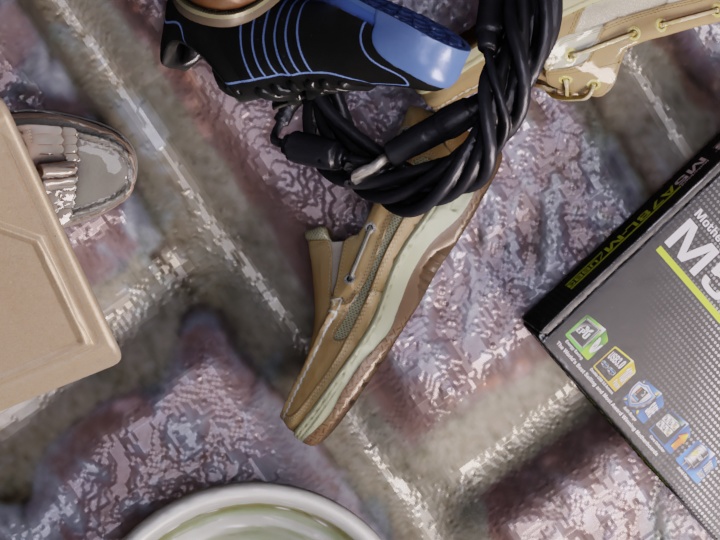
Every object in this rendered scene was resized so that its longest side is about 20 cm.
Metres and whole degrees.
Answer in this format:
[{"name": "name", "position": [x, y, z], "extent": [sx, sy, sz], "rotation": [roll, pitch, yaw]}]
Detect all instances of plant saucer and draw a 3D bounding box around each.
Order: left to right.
[{"name": "plant saucer", "position": [-0.068, 0.214, 1.432], "extent": [0.199, 0.050, 0.201], "rotation": [-2, 101, -12]}]

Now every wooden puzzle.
[{"name": "wooden puzzle", "position": [-0.245, 0.010, 1.330], "extent": [0.185, 0.037, 0.200], "rotation": [-22, 129, -1]}]

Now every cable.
[{"name": "cable", "position": [0.033, -0.134, 1.345], "extent": [0.051, 0.163, 0.201], "rotation": [19, 96, -53]}]

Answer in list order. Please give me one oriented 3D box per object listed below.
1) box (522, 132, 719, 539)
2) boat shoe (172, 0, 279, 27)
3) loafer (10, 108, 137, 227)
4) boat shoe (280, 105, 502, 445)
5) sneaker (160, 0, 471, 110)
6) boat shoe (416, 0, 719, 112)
[{"name": "box", "position": [0.229, 0.038, 1.466], "extent": [0.193, 0.048, 0.200], "rotation": [-42, 106, 0]}, {"name": "boat shoe", "position": [-0.048, -0.212, 1.298], "extent": [0.072, 0.200, 0.068], "rotation": [17, 141, 10]}, {"name": "loafer", "position": [-0.218, -0.050, 1.346], "extent": [0.199, 0.063, 0.072], "rotation": [1, 100, -12]}, {"name": "boat shoe", "position": [0.000, 0.000, 1.407], "extent": [0.076, 0.072, 0.200], "rotation": [31, 85, -1]}, {"name": "sneaker", "position": [-0.028, -0.117, 1.323], "extent": [0.070, 0.200, 0.078], "rotation": [9, 103, -49]}, {"name": "boat shoe", "position": [0.126, -0.130, 1.400], "extent": [0.200, 0.074, 0.067], "rotation": [-26, 100, -5]}]
